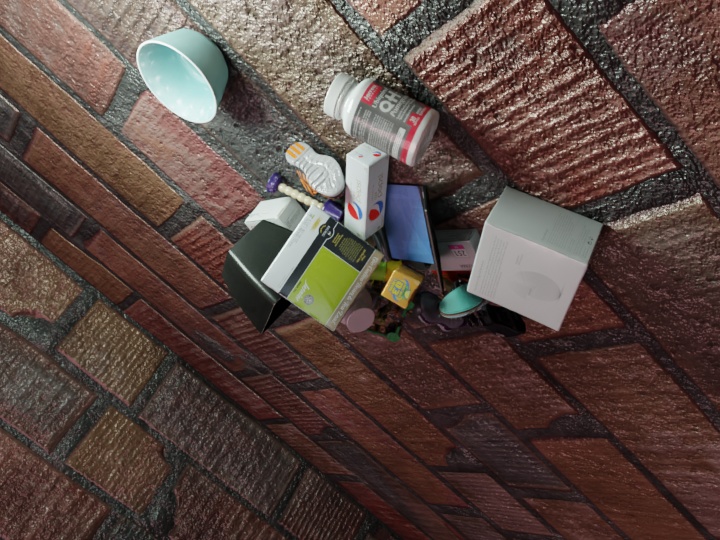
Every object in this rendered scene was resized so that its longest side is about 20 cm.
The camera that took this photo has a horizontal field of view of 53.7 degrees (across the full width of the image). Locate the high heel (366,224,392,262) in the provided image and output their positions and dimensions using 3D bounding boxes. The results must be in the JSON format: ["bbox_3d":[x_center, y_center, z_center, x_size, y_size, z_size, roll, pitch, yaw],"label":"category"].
[{"bbox_3d":[-0.007,-0.103,1.688,0.199,0.071,0.144,13,128,48],"label":"high heel"}]

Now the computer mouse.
[{"bbox_3d":[0.284,0.092,1.625,0.198,0.142,0.046,11,132,-36],"label":"computer mouse"}]

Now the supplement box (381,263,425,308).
[{"bbox_3d":[0.097,0.031,1.570,0.068,0.067,0.200,29,-173,3],"label":"supplement box"}]

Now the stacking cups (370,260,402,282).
[{"bbox_3d":[0.000,0.000,1.723,0.197,0.061,0.061,2,149,-4],"label":"stacking cups"}]

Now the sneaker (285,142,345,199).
[{"bbox_3d":[-0.081,-0.199,1.564,0.200,0.077,0.112,48,174,39],"label":"sneaker"}]

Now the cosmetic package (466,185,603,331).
[{"bbox_3d":[0.330,-0.023,1.369,0.198,0.123,0.201,23,141,14],"label":"cosmetic package"}]

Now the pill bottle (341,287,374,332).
[{"bbox_3d":[-0.035,0.062,1.757,0.201,0.103,0.105,58,176,48],"label":"pill bottle"}]

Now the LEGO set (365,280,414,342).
[{"bbox_3d":[0.067,0.077,1.844,0.151,0.117,0.202,10,135,2],"label":"LEGO set"}]

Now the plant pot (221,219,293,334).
[{"bbox_3d":[-0.228,-0.002,1.750,0.177,0.200,0.200,41,150,5],"label":"plant pot"}]

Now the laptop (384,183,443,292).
[{"bbox_3d":[0.102,-0.073,1.503,0.114,0.201,0.189,-11,117,9],"label":"laptop"}]

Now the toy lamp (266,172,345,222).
[{"bbox_3d":[-0.128,-0.169,1.697,0.198,0.058,0.058,30,151,12],"label":"toy lamp"}]

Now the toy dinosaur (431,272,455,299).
[{"bbox_3d":[0.221,0.050,1.688,0.199,0.059,0.101,34,140,-22],"label":"toy dinosaur"}]

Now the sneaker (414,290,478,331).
[{"bbox_3d":[0.195,0.087,1.609,0.087,0.076,0.199,-9,162,29],"label":"sneaker"}]

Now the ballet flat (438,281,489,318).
[{"bbox_3d":[0.262,0.050,1.524,0.075,0.198,0.074,58,-173,-12],"label":"ballet flat"}]

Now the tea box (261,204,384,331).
[{"bbox_3d":[-0.085,-0.005,1.570,0.196,0.201,0.134,36,176,-4],"label":"tea box"}]

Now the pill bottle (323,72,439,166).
[{"bbox_3d":[0.036,-0.283,1.306,0.198,0.111,0.111,28,151,9],"label":"pill bottle"}]

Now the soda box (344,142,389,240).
[{"bbox_3d":[0.011,-0.166,1.504,0.063,0.068,0.202,33,142,27],"label":"soda box"}]

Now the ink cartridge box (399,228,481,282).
[{"bbox_3d":[0.208,-0.016,1.602,0.198,0.044,0.174,0,135,44],"label":"ink cartridge box"}]

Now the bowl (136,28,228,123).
[{"bbox_3d":[-0.358,-0.424,1.494,0.199,0.106,0.202,24,150,15],"label":"bowl"}]

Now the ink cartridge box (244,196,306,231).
[{"bbox_3d":[-0.181,-0.088,1.838,0.143,0.084,0.200,-2,136,46],"label":"ink cartridge box"}]
